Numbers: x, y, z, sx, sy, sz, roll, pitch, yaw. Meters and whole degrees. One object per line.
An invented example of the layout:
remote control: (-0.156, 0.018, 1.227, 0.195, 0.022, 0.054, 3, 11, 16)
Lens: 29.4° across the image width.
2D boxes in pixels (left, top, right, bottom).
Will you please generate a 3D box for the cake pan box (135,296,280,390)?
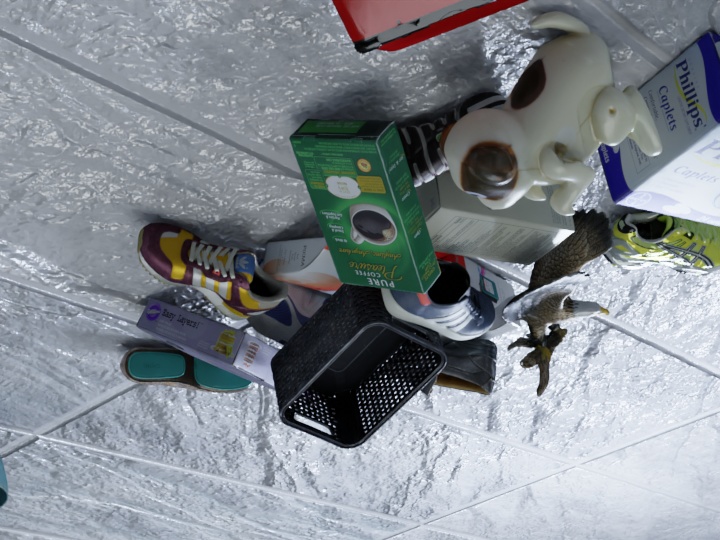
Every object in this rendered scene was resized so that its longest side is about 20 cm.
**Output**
cake pan box: (-0.171, 0.110, 1.832, 0.183, 0.053, 0.200, 20, 171, 38)

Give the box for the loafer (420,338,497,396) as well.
loafer: (0.092, 0.137, 1.896, 0.198, 0.073, 0.073, -2, 158, 4)

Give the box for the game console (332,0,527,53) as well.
game console: (0.078, -0.287, 1.280, 0.198, 0.119, 0.173, -19, 120, 18)

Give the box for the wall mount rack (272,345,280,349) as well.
wall mount rack: (-0.031, 0.137, 2.010, 0.172, 0.075, 0.200, -18, 151, 11)

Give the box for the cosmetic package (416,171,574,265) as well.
cosmetic package: (0.148, -0.069, 1.657, 0.198, 0.072, 0.105, 9, 150, -30)

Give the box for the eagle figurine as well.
eagle figurine: (0.246, 0.030, 1.744, 0.149, 0.152, 0.201, -14, 132, -13)

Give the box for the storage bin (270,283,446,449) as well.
storage bin: (-0.005, 0.114, 1.710, 0.135, 0.094, 0.200, 27, 120, -32)

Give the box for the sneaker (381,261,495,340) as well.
sneaker: (0.117, 0.031, 1.668, 0.084, 0.076, 0.199, -33, 152, 33)

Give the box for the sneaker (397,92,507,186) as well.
sneaker: (0.095, -0.121, 1.545, 0.198, 0.076, 0.115, -20, 154, 19)

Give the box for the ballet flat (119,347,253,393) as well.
ballet flat: (-0.250, 0.139, 1.968, 0.198, 0.069, 0.067, 10, 167, -22)

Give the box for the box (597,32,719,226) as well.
box: (0.400, -0.151, 1.539, 0.182, 0.106, 0.200, 9, 148, -31)

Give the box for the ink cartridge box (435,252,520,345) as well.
ink cartridge box: (0.117, 0.039, 1.860, 0.115, 0.068, 0.199, -23, 150, 30)

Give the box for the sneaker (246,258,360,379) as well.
sneaker: (-0.071, 0.048, 1.814, 0.199, 0.116, 0.080, 41, 127, -19)

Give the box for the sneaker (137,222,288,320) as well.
sneaker: (-0.176, -0.009, 1.655, 0.090, 0.076, 0.199, -19, 144, 38)

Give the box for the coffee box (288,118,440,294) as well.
coffee box: (0.007, -0.070, 1.501, 0.122, 0.044, 0.201, 5, 129, 36)

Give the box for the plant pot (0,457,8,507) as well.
plant pot: (-0.623, 0.276, 2.025, 0.198, 0.136, 0.201, -7, 153, -4)

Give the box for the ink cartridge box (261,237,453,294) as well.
ink cartridge box: (0.000, 0.000, 1.698, 0.161, 0.051, 0.199, 16, 170, -40)

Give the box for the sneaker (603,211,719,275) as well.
sneaker: (0.417, -0.041, 1.789, 0.198, 0.076, 0.077, -5, 153, -11)

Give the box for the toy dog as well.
toy dog: (0.181, -0.142, 1.401, 0.199, 0.140, 0.195, -34, 130, -7)
